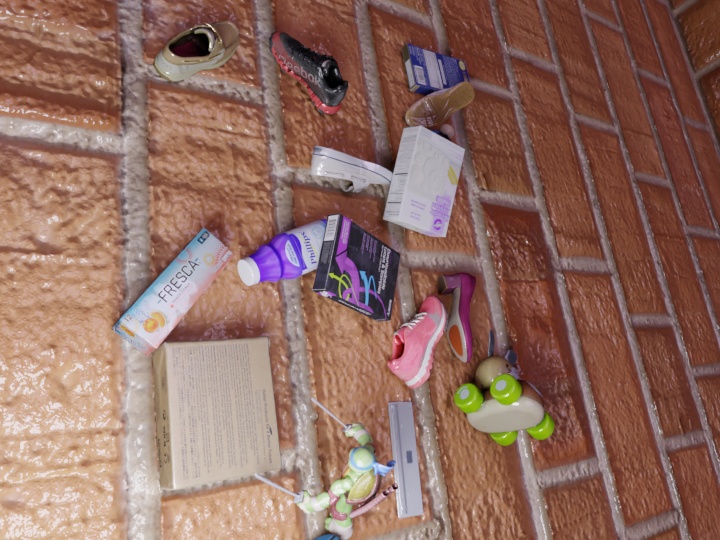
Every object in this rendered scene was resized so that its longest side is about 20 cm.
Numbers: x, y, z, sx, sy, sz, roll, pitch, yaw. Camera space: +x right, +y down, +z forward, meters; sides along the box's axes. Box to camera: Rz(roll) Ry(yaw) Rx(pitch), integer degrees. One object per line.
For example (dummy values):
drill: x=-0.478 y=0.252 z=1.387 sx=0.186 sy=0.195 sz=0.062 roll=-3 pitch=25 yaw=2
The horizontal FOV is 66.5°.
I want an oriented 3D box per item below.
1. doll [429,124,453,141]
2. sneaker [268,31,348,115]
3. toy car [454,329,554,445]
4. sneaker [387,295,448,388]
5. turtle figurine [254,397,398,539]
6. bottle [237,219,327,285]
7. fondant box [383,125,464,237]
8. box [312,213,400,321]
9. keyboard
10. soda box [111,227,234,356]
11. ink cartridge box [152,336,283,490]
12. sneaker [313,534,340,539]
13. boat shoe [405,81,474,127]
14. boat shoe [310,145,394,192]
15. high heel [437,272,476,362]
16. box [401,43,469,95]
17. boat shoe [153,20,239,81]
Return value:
doll: x=0.180 y=-0.278 z=1.293 sx=0.136 sy=0.048 sz=0.201 roll=38 pitch=55 yaw=-19
sneaker: x=-0.100 y=-0.418 z=1.120 sx=0.200 sy=0.098 sz=0.071 roll=46 pitch=55 yaw=-10
toy car: x=0.298 y=0.225 z=1.130 sx=0.164 sy=0.157 sz=0.201 roll=44 pitch=40 yaw=-28
sneaker: x=0.110 y=0.124 z=1.074 sx=0.087 sy=0.074 sz=0.201 roll=32 pitch=57 yaw=-19
turtle figurine: x=-0.039 y=0.313 z=0.856 sx=0.199 sy=0.195 sz=0.144 roll=2 pitch=39 yaw=5
bottle: x=-0.122 y=-0.029 z=0.974 sx=0.199 sy=0.065 sz=0.084 roll=-24 pitch=92 yaw=-38
fondant box: x=0.137 y=-0.185 z=1.168 sx=0.144 sy=0.058 sz=0.201 roll=15 pitch=88 yaw=-38
box: x=0.000 y=0.000 z=1.018 sx=0.200 sy=0.036 sz=0.144 roll=30 pitch=64 yaw=-48
keyboard: x=0.083 y=0.345 z=1.012 sx=0.056 sy=0.011 sz=0.201 roll=10 pitch=67 yaw=-38
soda box: x=-0.283 y=0.030 z=0.840 sx=0.068 sy=0.064 sz=0.200 roll=43 pitch=53 yaw=-14
ink cartridge box: x=-0.213 y=0.206 z=0.815 sx=0.164 sy=0.075 sz=0.201 roll=3 pitch=70 yaw=-36
sneaker: x=-0.079 y=0.494 z=0.810 sx=0.082 sy=0.073 sz=0.200 roll=48 pitch=60 yaw=-24
boat shoe: x=0.184 y=-0.396 z=1.333 sx=0.199 sy=0.069 sz=0.071 roll=-28 pitch=110 yaw=-20
boat shoe: x=-0.017 y=-0.194 z=1.118 sx=0.199 sy=0.071 sz=0.070 roll=10 pitch=97 yaw=-41
high heel: x=0.231 y=0.095 z=1.169 sx=0.096 sy=0.067 sz=0.201 roll=0 pitch=69 yaw=-24
box: x=0.199 y=-0.498 z=1.400 sx=0.199 sy=0.032 sz=0.122 roll=0 pitch=73 yaw=-33
boat shoe: x=-0.287 y=-0.412 z=1.005 sx=0.074 sy=0.066 sz=0.200 roll=46 pitch=53 yaw=-12
